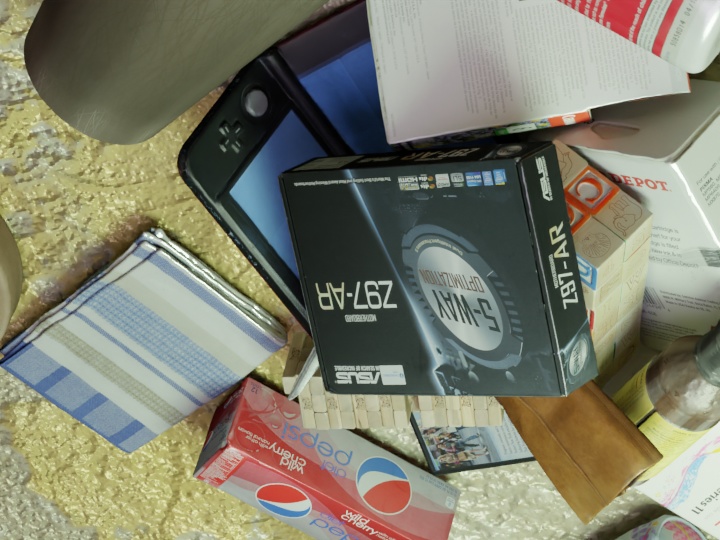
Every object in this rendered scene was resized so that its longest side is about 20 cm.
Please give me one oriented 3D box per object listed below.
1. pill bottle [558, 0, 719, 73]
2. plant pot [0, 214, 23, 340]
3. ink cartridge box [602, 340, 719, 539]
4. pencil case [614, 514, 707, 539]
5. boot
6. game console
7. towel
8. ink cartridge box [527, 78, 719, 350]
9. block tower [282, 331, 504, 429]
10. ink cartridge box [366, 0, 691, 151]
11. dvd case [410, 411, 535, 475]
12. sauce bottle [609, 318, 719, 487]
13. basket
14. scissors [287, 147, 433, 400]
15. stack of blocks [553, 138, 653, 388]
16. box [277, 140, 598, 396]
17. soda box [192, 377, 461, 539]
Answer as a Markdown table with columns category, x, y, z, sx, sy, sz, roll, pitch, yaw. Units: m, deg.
| category | x | y | z | sx | sy | sz | roll | pitch | yaw |
| --- | --- | --- | --- | --- | --- | --- | --- | --- | --- |
| pill bottle | 0.151 | -0.216 | 1.479 | 0.200 | 0.112 | 0.112 | 30 | 130 | 10 |
| plant pot | -0.367 | 0.037 | 1.755 | 0.200 | 0.175 | 0.200 | 5 | 128 | 7 |
| ink cartridge box | 0.266 | 0.125 | 1.766 | 0.200 | 0.067 | 0.117 | 31 | 122 | -21 |
| pencil case | 0.195 | 0.273 | 1.904 | 0.091 | 0.083 | 0.200 | 37 | 125 | -24 |
| boot | 0.106 | 0.089 | 1.657 | 0.200 | 0.068 | 0.188 | 50 | 141 | 3 |
| game console | 0.002 | -0.066 | 1.648 | 0.119 | 0.172 | 0.200 | -4 | 132 | 48 |
| towel | -0.169 | 0.057 | 1.833 | 0.147 | 0.024 | 0.200 | 38 | 127 | -22 |
| ink cartridge box | 0.223 | -0.034 | 1.610 | 0.144 | 0.084 | 0.200 | 14 | 144 | 51 |
| block tower | 0.047 | 0.081 | 1.770 | 0.200 | 0.054 | 0.058 | 0 | 128 | 10 |
| ink cartridge box | 0.110 | -0.148 | 1.561 | 0.200 | 0.050 | 0.109 | -9 | 84 | 7 |
| dvd case | 0.129 | 0.088 | 1.808 | 0.200 | 0.018 | 0.143 | -10 | 127 | 16 |
| sauce bottle | 0.218 | 0.085 | 1.615 | 0.065 | 0.065 | 0.200 | 25 | 147 | -10 |
| basket | -0.127 | -0.185 | 1.564 | 0.180 | 0.136 | 0.200 | 30 | 131 | -20 |
| scissors | 0.000 | 0.000 | 1.657 | 0.200 | 0.014 | 0.073 | -44 | 120 | 1 |
| stack of blocks | 0.134 | -0.004 | 1.630 | 0.115 | 0.059 | 0.200 | 39 | 160 | 21 |
| box | 0.049 | 0.001 | 1.564 | 0.200 | 0.044 | 0.160 | -1 | 107 | 38 |
| soda box | -0.025 | 0.165 | 1.858 | 0.200 | 0.070 | 0.063 | 29 | 141 | -14 |
